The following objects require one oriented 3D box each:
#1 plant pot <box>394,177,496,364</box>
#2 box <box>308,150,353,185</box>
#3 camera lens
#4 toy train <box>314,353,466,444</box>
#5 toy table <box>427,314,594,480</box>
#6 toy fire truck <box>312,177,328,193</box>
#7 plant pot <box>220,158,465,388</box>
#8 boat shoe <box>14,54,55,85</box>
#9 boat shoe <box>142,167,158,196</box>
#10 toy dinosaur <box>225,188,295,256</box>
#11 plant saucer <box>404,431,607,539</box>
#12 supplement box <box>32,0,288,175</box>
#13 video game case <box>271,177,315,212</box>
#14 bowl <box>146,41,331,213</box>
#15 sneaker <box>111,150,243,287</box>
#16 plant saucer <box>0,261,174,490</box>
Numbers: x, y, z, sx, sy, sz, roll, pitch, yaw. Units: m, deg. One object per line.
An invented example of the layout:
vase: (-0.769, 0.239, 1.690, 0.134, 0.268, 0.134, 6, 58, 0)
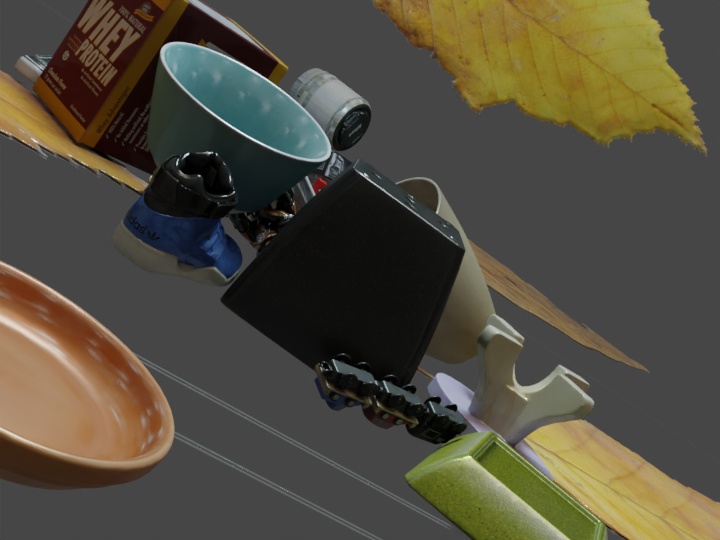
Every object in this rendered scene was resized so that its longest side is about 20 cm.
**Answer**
plant pot: (0.081, 0.021, 1.356, 0.200, 0.187, 0.187, 47, 4, -27)
box: (-0.041, -0.166, 1.977, 0.199, 0.050, 0.157, 27, -7, -42)
camera lens: (-0.081, -0.431, 2.903, 0.200, 0.161, 0.160, 40, 11, 25)
toy train: (0.026, 0.123, 0.990, 0.199, 0.046, 0.034, 29, 27, -42)
toy table: (0.171, 0.143, 1.200, 0.183, 0.118, 0.200, 25, 14, -50)
toy fire truck: (-0.056, -0.112, 1.811, 0.199, 0.049, 0.141, 39, 10, 8)
plant pot: (0.000, 0.000, 1.094, 0.199, 0.178, 0.200, 35, 11, -3)
boat shoe: (-0.349, -0.245, 1.345, 0.073, 0.068, 0.199, 40, 10, 23)
boat shoe: (-0.196, -0.097, 1.188, 0.065, 0.072, 0.200, 35, 15, -10)
toy dinosaur: (-0.112, -0.053, 1.269, 0.199, 0.102, 0.136, 27, -26, 38)
plant saucer: (0.149, 0.217, 0.972, 0.199, 0.048, 0.200, 39, 10, 12)
supplement box: (-0.235, -0.227, 1.276, 0.133, 0.198, 0.199, 44, 12, 37)
video game case: (-0.096, -0.106, 1.358, 0.200, 0.023, 0.184, 33, -30, 61)
bowl: (-0.140, -0.134, 1.112, 0.200, 0.105, 0.201, 30, 22, -13)
sneaker: (-0.145, -0.052, 1.020, 0.077, 0.112, 0.200, 39, 10, 21)
plant saucer: (-0.193, 0.052, 0.580, 0.199, 0.038, 0.200, 35, 10, -7)
